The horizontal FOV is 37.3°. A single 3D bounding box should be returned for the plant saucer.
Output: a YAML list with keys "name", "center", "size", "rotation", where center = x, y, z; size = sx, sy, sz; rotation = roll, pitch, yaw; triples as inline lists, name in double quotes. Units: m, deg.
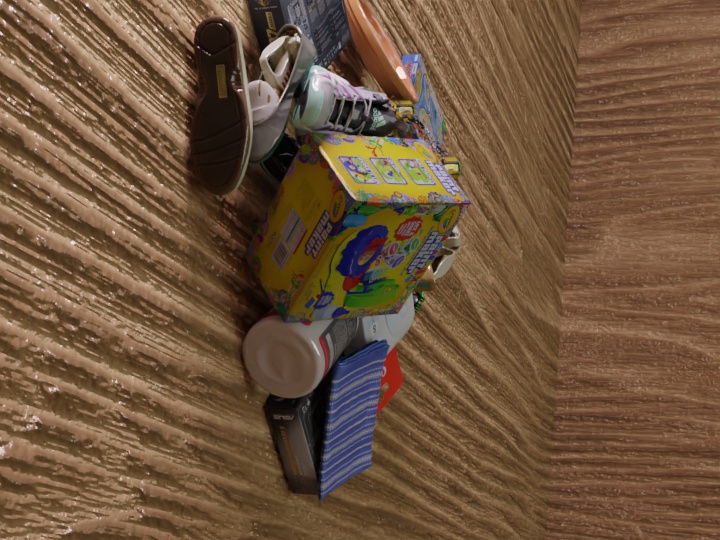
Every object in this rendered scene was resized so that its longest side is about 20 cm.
- name: "plant saucer"
  center: [0.025, -0.338, 1.637]
  size: [0.201, 0.037, 0.200]
  rotation: [57, 11, -18]

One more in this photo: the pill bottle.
- name: "pill bottle"
  center: [-0.066, 0.073, 1.403]
  size: [0.200, 0.110, 0.112]
  rotation: [-49, 135, -59]

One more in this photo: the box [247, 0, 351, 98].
- name: "box"
  center: [-0.079, -0.346, 1.441]
  size: [0.201, 0.051, 0.159]
  rotation: [-62, 146, -49]

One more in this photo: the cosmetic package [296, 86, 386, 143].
- name: "cosmetic package"
  center: [-0.025, -0.148, 1.500]
  size: [0.081, 0.112, 0.202]
  rotation: [-2, 91, -63]

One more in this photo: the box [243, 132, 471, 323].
- name: "box"
  center: [-0.006, -0.052, 1.320]
  size: [0.191, 0.122, 0.201]
  rotation: [-3, 137, -41]

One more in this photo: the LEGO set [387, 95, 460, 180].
- name: "LEGO set"
  center: [0.040, -0.154, 1.554]
  size: [0.115, 0.154, 0.201]
  rotation: [-6, 56, -37]

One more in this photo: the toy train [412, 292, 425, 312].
- name: "toy train"
  center: [0.070, 0.053, 1.769]
  size: [0.042, 0.056, 0.200]
  rotation: [-50, 175, -8]

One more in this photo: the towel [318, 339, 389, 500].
- name: "towel"
  center: [-0.009, 0.203, 1.481]
  size: [0.144, 0.024, 0.202]
  rotation: [-19, 120, -60]

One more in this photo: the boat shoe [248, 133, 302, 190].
- name: "boat shoe"
  center: [-0.090, -0.140, 1.389]
  size: [0.200, 0.067, 0.072]
  rotation: [54, 41, -53]

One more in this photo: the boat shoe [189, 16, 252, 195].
- name: "boat shoe"
  center: [-0.154, -0.186, 1.237]
  size: [0.076, 0.071, 0.202]
  rotation: [8, 84, -85]

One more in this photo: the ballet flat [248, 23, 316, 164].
- name: "ballet flat"
  center: [-0.112, -0.220, 1.294]
  size: [0.064, 0.067, 0.201]
  rotation: [54, 45, -41]

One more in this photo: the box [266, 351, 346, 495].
- name: "box"
  center: [-0.061, 0.188, 1.506]
  size: [0.201, 0.048, 0.160]
  rotation: [-63, 148, -50]

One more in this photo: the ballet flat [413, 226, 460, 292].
- name: "ballet flat"
  center: [0.117, -0.032, 1.585]
  size: [0.201, 0.062, 0.069]
  rotation: [-60, 146, -44]

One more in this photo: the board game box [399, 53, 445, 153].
- name: "board game box"
  center: [0.108, -0.277, 1.957]
  size: [0.200, 0.034, 0.136]
  rotation: [60, 36, -53]

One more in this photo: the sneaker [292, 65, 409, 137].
- name: "sneaker"
  center: [-0.006, -0.194, 1.303]
  size: [0.200, 0.139, 0.078]
  rotation: [-82, -166, -73]

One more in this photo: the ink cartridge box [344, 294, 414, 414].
- name: "ink cartridge box"
  center: [0.035, 0.122, 1.601]
  size: [0.160, 0.047, 0.202]
  rotation: [-43, 129, -53]
